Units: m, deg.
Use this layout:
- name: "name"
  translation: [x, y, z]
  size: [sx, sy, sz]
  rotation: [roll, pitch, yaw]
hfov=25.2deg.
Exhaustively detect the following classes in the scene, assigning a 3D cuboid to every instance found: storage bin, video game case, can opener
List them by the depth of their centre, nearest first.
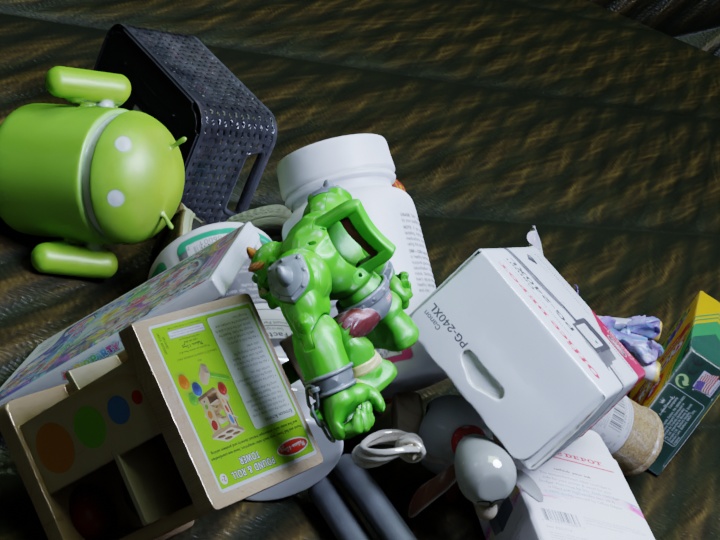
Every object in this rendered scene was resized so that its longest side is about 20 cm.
- name: "video game case"
  translation: [-0.170, 0.037, 1.166]
  size: [0.018, 0.199, 0.143]
  rotation: [57, 15, -12]
- name: "can opener"
  translation: [0.027, 0.216, 1.169]
  size: [0.200, 0.053, 0.066]
  rotation: [50, 1, 41]
- name: "storage bin"
  translation: [-0.184, -0.138, 1.575]
  size: [0.093, 0.136, 0.200]
  rotation: [4, 31, -41]

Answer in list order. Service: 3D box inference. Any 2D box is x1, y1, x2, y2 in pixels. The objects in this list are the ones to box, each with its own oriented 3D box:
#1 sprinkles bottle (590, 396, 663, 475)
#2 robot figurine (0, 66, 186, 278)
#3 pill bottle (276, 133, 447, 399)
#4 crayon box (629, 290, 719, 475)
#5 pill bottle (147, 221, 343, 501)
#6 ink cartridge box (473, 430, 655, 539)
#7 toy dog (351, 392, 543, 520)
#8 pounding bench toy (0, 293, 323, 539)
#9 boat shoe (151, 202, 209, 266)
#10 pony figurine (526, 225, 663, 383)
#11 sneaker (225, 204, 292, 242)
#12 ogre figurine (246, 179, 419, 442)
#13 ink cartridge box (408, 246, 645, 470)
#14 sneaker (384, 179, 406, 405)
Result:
- name: "sprinkles bottle"
  translation: [0.186, 0.120, 1.424]
  size: [0.199, 0.068, 0.068]
  rotation: [30, 16, -36]
- name: "robot figurine"
  translation: [-0.239, -0.084, 1.389]
  size: [0.198, 0.177, 0.115]
  rotation: [7, 1, 26]
- name: "pill bottle"
  translation: [0.000, 0.000, 1.297]
  size: [0.113, 0.113, 0.202]
  rotation: [-2, 73, -46]
- name: "crayon box"
  translation: [0.314, 0.102, 1.577]
  size: [0.051, 0.127, 0.200]
  rotation: [33, 23, 3]
- name: "pill bottle"
  translation: [-0.089, 0.069, 1.239]
  size: [0.112, 0.113, 0.201]
  rotation: [8, 42, -34]
- name: "ink cartridge box"
  translation: [0.161, 0.200, 1.296]
  size: [0.116, 0.068, 0.200]
  rotation: [16, 26, -18]
- name: "toy dog"
  translation: [0.075, 0.154, 1.235]
  size: [0.131, 0.097, 0.200]
  rotation: [-2, 13, 14]
- name: "pounding bench toy"
  translation: [-0.119, 0.107, 1.091]
  size: [0.200, 0.155, 0.125]
  rotation: [-16, 78, -57]
- name: "boat shoe"
  translation: [-0.145, -0.012, 1.410]
  size: [0.066, 0.072, 0.201]
  rotation: [26, 8, -12]
- name: "pony figurine"
  translation: [0.187, 0.059, 1.539]
  size: [0.198, 0.168, 0.193]
  rotation: [14, -6, 0]
- name: "sneaker"
  translation: [-0.069, 0.017, 1.450]
  size: [0.200, 0.075, 0.115]
  rotation: [48, 28, -74]
- name: "ogre figurine"
  translation: [-0.012, 0.016, 1.077]
  size: [0.200, 0.098, 0.121]
  rotation: [-48, 118, -45]
- name: "ink cartridge box"
  translation: [0.132, 0.061, 1.237]
  size: [0.145, 0.083, 0.200]
  rotation: [50, 14, 11]
- name: "sneaker"
  translation: [0.009, 0.020, 1.397]
  size: [0.073, 0.202, 0.077]
  rotation: [9, -3, 40]
